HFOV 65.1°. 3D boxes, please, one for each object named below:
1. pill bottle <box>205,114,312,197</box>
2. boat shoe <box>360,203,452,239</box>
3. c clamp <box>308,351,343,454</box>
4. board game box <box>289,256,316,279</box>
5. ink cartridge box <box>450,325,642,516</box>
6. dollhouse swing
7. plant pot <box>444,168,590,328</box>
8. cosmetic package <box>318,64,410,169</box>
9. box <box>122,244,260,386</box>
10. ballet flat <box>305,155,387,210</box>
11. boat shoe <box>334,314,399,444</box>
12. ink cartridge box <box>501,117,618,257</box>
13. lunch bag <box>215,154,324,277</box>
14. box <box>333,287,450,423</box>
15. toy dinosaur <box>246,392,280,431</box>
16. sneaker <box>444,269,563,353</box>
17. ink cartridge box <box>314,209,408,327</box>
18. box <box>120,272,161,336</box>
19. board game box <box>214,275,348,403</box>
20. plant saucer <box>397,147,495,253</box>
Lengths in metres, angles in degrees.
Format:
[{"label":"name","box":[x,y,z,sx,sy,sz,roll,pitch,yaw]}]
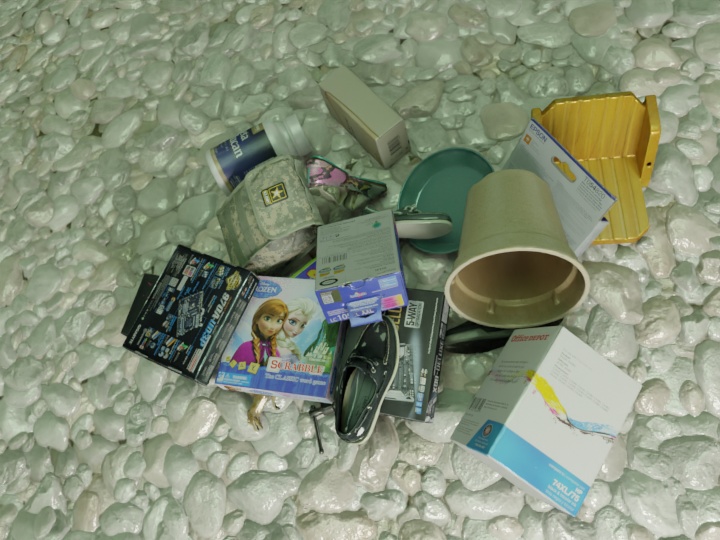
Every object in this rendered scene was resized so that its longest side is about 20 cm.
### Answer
[{"label":"pill bottle","box":[-0.203,-0.237,1.150,0.199,0.111,0.112,-27,63,1]},{"label":"boat shoe","box":[0.076,-0.094,1.008,0.199,0.073,0.062,-1,70,40]},{"label":"c clamp","box":[-0.006,0.192,0.962,0.199,0.027,0.172,-27,58,3]},{"label":"board game box","box":[-0.049,0.036,1.021,0.200,0.045,0.135,-39,61,-8]},{"label":"ink cartridge box","box":[0.256,0.201,0.797,0.146,0.147,0.201,35,78,-4]},{"label":"dollhouse swing","box":[0.394,-0.167,0.949,0.198,0.182,0.177,-2,48,12]},{"label":"plant pot","box":[0.227,-0.043,0.850,0.199,0.201,0.185,-3,53,12]},{"label":"cosmetic package","box":[0.009,-0.310,1.135,0.073,0.104,0.200,-39,62,-5]},{"label":"box","box":[-0.283,0.070,0.950,0.158,0.046,0.201,18,73,20]},{"label":"ballet flat","box":[-0.028,-0.152,1.044,0.069,0.199,0.072,13,91,41]},{"label":"boat shoe","box":[0.003,0.160,0.850,0.074,0.066,0.201,16,82,29]},{"label":"ink cartridge box","box":[0.307,-0.114,0.929,0.040,0.201,0.200,-16,59,-31]},{"label":"lunch bag","box":[-0.161,-0.096,1.033,0.200,0.117,0.165,-41,58,32]},{"label":"box","box":[0.052,0.128,0.903,0.157,0.050,0.202,5,77,26]},{"label":"toy dinosaur","box":[-0.164,0.174,0.988,0.100,0.058,0.201,-7,65,12]},{"label":"sneaker","box":[0.219,0.067,0.933,0.198,0.076,0.115,-19,62,1]},{"label":"ink cartridge box","box":[0.000,0.000,0.898,0.135,0.077,0.201,-13,37,8]},{"label":"box","box":[-0.310,0.091,1.033,0.198,0.106,0.123,8,68,17]},{"label":"board game box","box":[-0.125,0.110,0.952,0.198,0.041,0.201,3,65,16]},{"label":"plant saucer","box":[0.161,-0.123,1.024,0.199,0.036,0.202,-10,71,31]}]
